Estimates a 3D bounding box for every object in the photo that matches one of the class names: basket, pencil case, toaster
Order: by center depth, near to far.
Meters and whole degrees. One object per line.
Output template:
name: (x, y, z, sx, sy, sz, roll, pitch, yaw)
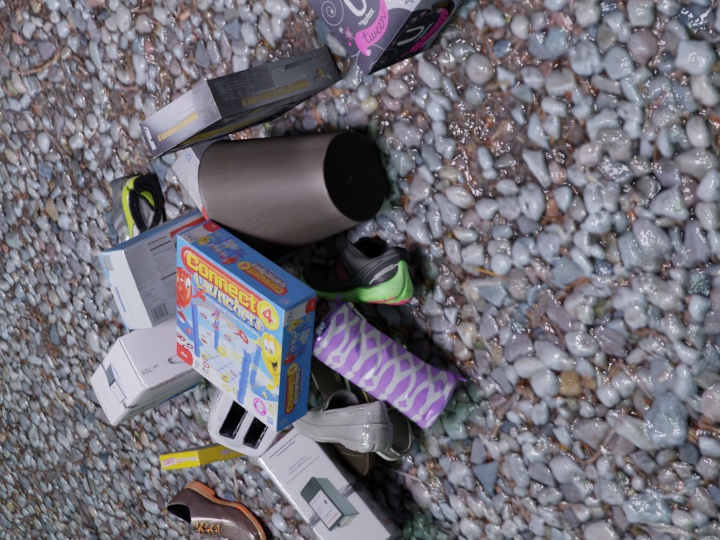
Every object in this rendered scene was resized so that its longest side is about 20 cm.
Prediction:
basket: (-0.078, -0.102, 1.559, 0.199, 0.136, 0.181, -10, 128, 43)
pencil case: (0.027, 0.115, 1.564, 0.200, 0.086, 0.084, 35, 178, -8)
toaster: (-0.144, 0.166, 1.737, 0.113, 0.129, 0.200, 25, 120, -7)

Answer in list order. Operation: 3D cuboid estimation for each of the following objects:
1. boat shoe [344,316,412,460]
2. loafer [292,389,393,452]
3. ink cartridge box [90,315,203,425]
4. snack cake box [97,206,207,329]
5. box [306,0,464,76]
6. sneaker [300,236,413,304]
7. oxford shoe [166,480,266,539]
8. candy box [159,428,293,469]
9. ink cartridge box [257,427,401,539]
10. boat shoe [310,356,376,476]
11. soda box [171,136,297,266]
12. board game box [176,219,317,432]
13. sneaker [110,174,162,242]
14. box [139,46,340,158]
boat shoe: (0.023, 0.156, 1.647, 0.060, 0.072, 0.203, -17, 96, 54)
loafer: (-0.024, 0.189, 1.615, 0.200, 0.070, 0.070, 2, 90, 54)
ink cartridge box: (-0.288, 0.135, 1.786, 0.086, 0.146, 0.200, 60, 149, 10)
snack cake box: (-0.252, -0.011, 1.733, 0.067, 0.200, 0.116, -6, 108, 47)
box: (0.047, -0.325, 1.315, 0.132, 0.115, 0.200, 52, 139, 10)
sneaker: (0.000, 0.000, 1.596, 0.199, 0.076, 0.084, 1, 83, 49)
oxford shoe: (-0.238, 0.419, 2.062, 0.199, 0.073, 0.072, 19, 124, 38)
candy box: (-0.182, 0.259, 1.819, 0.102, 0.199, 0.027, -19, 81, 48)
ink cartridge box: (-0.039, 0.317, 1.743, 0.200, 0.084, 0.146, 50, 180, 12)
boat shoe: (-0.011, 0.179, 1.701, 0.072, 0.068, 0.201, -4, 107, 39)
soda box: (-0.171, -0.087, 1.709, 0.200, 0.068, 0.063, 56, 139, 5)
board game box: (-0.148, 0.069, 1.563, 0.200, 0.056, 0.197, 32, 134, 32)
sneaker: (-0.339, -0.055, 1.908, 0.081, 0.074, 0.201, 20, 118, 45)
box: (-0.145, -0.204, 1.515, 0.158, 0.200, 0.049, -20, 94, 48)
